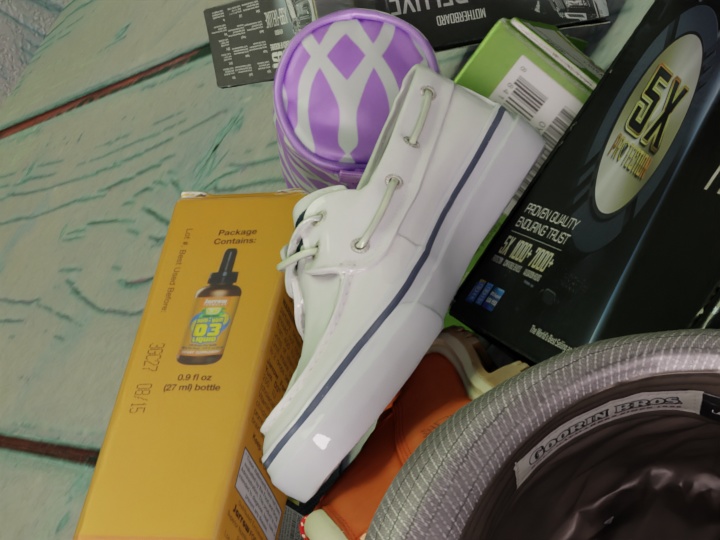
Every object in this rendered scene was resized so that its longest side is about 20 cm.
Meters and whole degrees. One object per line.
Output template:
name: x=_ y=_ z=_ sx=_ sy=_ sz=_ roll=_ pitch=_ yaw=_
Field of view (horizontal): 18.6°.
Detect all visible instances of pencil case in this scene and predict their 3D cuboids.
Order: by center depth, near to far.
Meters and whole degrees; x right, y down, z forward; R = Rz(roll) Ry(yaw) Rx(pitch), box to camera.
pencil case: x=-0.001 y=-0.055 z=1.055 sx=0.200 sy=0.084 sz=0.086 roll=80 pitch=-165 yaw=-75

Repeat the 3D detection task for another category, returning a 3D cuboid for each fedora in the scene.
fedora: x=0.081 y=0.117 z=0.590 sx=0.090 sy=0.176 sz=0.200 roll=88 pitch=-169 yaw=-67

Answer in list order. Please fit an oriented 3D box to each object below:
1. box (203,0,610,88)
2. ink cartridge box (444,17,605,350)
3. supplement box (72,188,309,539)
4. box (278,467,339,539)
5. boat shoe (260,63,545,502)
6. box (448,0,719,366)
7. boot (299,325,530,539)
box: x=0.019 y=-0.137 z=1.174 sx=0.200 sy=0.157 sz=0.050 roll=-174 pitch=73 yaw=-70
ink cartridge box: x=0.068 y=-0.033 z=0.994 sx=0.148 sy=0.076 sz=0.200 roll=-52 pitch=-10 yaw=13
supplement box: x=-0.062 y=0.061 z=0.928 sx=0.066 sy=0.069 sz=0.200 roll=-1 pitch=55 yaw=20
box: x=-0.073 y=0.128 z=1.102 sx=0.158 sy=0.051 sz=0.200 roll=-45 pitch=21 yaw=30
boat shoe: x=0.000 y=0.000 z=0.807 sx=0.074 sy=0.067 sz=0.200 roll=-53 pitch=3 yaw=45
box: x=0.133 y=-0.014 z=0.751 sx=0.164 sy=0.086 sz=0.200 roll=-55 pitch=17 yaw=0
boot: x=0.018 y=0.079 z=0.791 sx=0.107 sy=0.075 sz=0.200 roll=-33 pitch=4 yaw=-4
